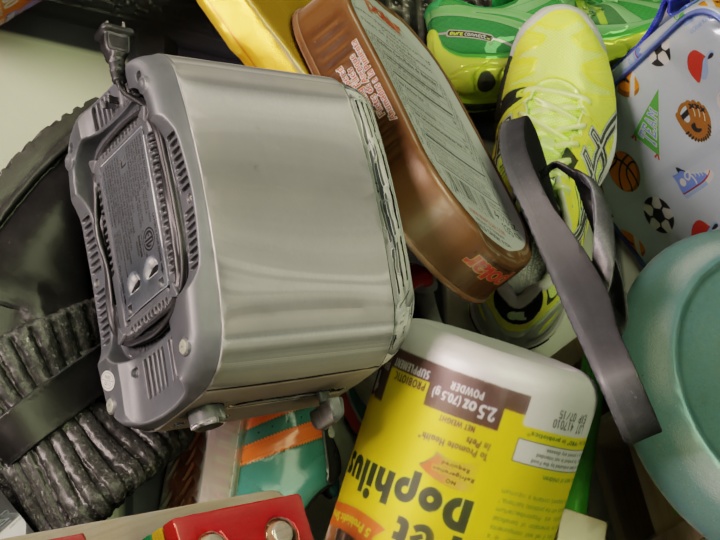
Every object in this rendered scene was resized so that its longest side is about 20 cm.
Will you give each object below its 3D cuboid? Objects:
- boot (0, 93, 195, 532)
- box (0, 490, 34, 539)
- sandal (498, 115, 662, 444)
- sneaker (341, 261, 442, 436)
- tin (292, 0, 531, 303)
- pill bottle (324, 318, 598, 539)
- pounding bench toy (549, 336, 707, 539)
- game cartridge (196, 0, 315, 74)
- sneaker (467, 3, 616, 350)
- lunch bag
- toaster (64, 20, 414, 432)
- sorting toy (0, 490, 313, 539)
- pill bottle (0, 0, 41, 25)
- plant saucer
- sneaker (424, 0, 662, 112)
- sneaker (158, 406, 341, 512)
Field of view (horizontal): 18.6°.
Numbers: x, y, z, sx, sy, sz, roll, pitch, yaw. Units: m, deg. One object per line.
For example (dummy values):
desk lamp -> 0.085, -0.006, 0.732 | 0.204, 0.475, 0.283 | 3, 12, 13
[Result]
boot -> -0.134, 0.025, 1.096 | 0.158, 0.079, 0.211 | 40, 63, 3
box -> -0.169, 0.220, 0.994 | 0.158, 0.050, 0.200 | -37, 87, -37
sandal -> 0.120, 0.001, 1.130 | 0.043, 0.076, 0.201 | -24, 55, 5
sneaker -> 0.000, 0.001, 1.180 | 0.070, 0.093, 0.200 | -24, 79, -37
tin -> 0.028, -0.071, 1.143 | 0.112, 0.042, 0.200 | 37, 23, -52
pill bottle -> 0.039, 0.132, 1.082 | 0.109, 0.109, 0.201 | 16, 93, -22
pounding bench toy -> 0.165, 0.083, 1.213 | 0.199, 0.124, 0.157 | -3, 67, -30
game cartridge -> -0.021, -0.112, 1.212 | 0.200, 0.032, 0.176 | 53, 17, 7
sneaker -> 0.109, -0.055, 1.240 | 0.075, 0.076, 0.201 | 8, 81, 0
lunch bag -> 0.211, -0.079, 1.276 | 0.075, 0.200, 0.161 | -31, 83, -34
toaster -> -0.058, -0.020, 1.046 | 0.129, 0.114, 0.201 | 1, 66, -34
sorting toy -> -0.084, 0.202, 0.974 | 0.199, 0.070, 0.200 | -7, 73, -34
pill bottle -> -0.153, -0.217, 1.153 | 0.200, 0.112, 0.112 | -34, 84, -13
plant saucer -> 0.227, 0.064, 1.160 | 0.199, 0.027, 0.201 | 12, 60, -21
sneaker -> 0.125, -0.154, 1.346 | 0.199, 0.074, 0.084 | -13, 76, -34
sneaker -> -0.047, 0.078, 1.128 | 0.080, 0.071, 0.201 | 22, 68, -23
